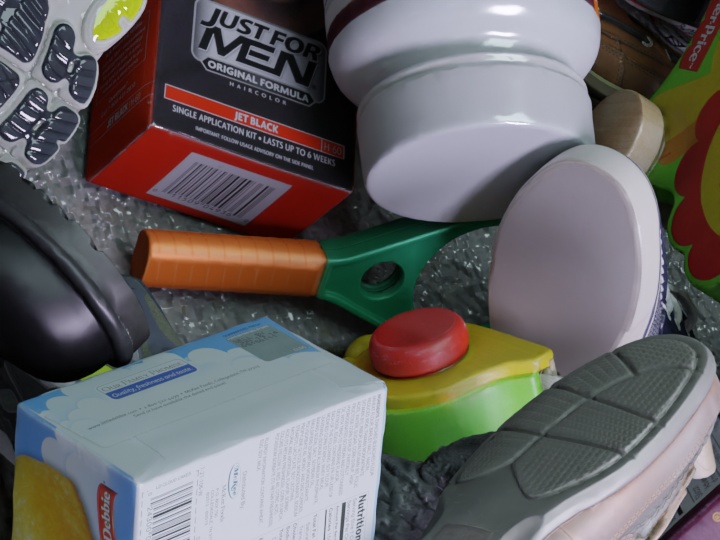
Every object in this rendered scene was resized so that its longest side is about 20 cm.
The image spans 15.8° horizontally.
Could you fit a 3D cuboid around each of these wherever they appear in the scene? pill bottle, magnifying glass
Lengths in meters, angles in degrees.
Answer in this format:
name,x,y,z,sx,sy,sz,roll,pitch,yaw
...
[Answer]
name,x,y,z,sx,sy,sz,roll,pitch,yaw
pill bottle,0.040,-0.130,1.089,0.114,0.114,0.201,9,64,-32
magnifying glass,0.000,0.000,1.110,0.199,0.080,0.022,2,36,-25

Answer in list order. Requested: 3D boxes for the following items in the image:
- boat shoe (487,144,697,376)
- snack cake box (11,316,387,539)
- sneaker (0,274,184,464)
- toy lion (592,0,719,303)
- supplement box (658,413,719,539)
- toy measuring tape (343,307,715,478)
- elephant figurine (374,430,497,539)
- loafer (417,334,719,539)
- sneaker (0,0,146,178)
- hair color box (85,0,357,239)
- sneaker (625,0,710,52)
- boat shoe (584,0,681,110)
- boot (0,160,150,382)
name,x,y,z,sx,sy,sz,roll,pitch,yaw
boat shoe,0.105,0.016,1.099,0.075,0.200,0.093,32,46,24
snack cake box,-0.060,0.129,0.916,0.115,0.201,0.067,-19,35,-42
sneaker,-0.127,0.024,0.998,0.200,0.074,0.081,40,37,-2
toy lion,0.190,-0.078,1.119,0.069,0.192,0.200,30,85,-30
supplement box,0.220,0.083,1.046,0.131,0.200,0.103,46,7,-8
toy measuring tape,0.051,0.060,1.043,0.073,0.200,0.074,-11,108,-36
elephant figurine,0.030,0.125,1.004,0.200,0.155,0.142,48,24,-20
loafer,0.061,0.104,0.930,0.200,0.072,0.063,-41,121,-24
sneaker,-0.138,-0.097,1.051,0.078,0.080,0.200,48,67,-20
hair color box,-0.056,-0.122,1.130,0.101,0.061,0.201,17,58,-28
sneaker,0.146,-0.152,1.258,0.201,0.108,0.067,30,91,-26
boat shoe,0.090,-0.101,1.226,0.200,0.072,0.068,32,47,-30
boot,-0.195,0.020,0.894,0.211,0.079,0.158,30,71,13
